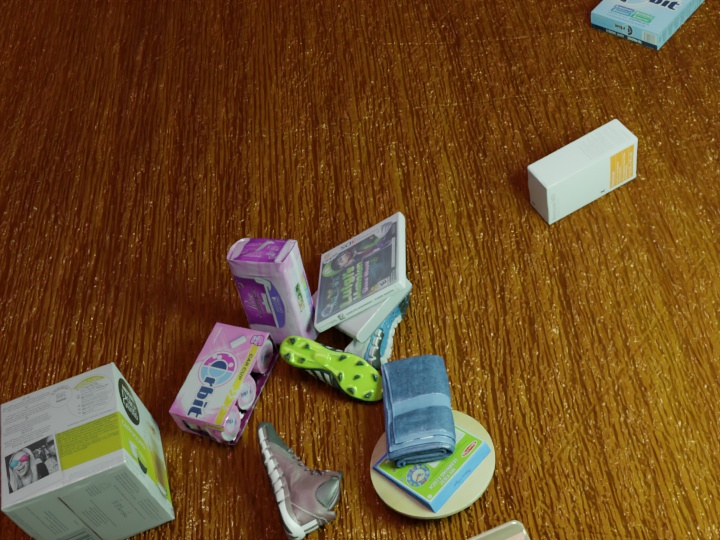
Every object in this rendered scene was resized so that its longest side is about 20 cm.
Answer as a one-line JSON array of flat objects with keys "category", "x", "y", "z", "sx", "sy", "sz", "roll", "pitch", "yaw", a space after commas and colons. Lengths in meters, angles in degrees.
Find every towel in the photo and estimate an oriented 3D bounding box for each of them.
[{"category": "towel", "x": 0.091, "y": 0.217, "z": 1.462, "sx": 0.109, "sy": 0.049, "sz": 0.202, "roll": -13, "pitch": 37, "yaw": 8}]

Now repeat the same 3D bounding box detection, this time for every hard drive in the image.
[{"category": "hard drive", "x": -0.007, "y": 0.046, "z": 1.613, "sx": 0.132, "sy": 0.027, "sz": 0.199, "roll": -48, "pitch": 30, "yaw": -11}]

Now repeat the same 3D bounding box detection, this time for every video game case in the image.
[{"category": "video game case", "x": 0.000, "y": 0.000, "z": 1.615, "sx": 0.180, "sy": 0.023, "sz": 0.202, "roll": -28, "pitch": 33, "yaw": 22}]

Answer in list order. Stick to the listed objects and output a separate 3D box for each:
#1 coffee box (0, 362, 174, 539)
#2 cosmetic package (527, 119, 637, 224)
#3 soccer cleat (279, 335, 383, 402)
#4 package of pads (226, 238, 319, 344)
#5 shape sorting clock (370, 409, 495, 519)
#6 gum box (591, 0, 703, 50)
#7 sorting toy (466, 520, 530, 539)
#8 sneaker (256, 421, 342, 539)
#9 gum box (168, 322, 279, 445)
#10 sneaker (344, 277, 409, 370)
[{"category": "coffee box", "x": -0.437, "y": 0.307, "z": 1.467, "sx": 0.196, "sy": 0.201, "sz": 0.200, "roll": -21, "pitch": 48, "yaw": -2}, {"category": "cosmetic package", "x": 0.411, "y": -0.183, "z": 1.696, "sx": 0.197, "sy": 0.102, "sz": 0.072, "roll": -28, "pitch": 50, "yaw": -7}, {"category": "soccer cleat", "x": -0.045, "y": 0.165, "z": 1.564, "sx": 0.197, "sy": 0.081, "sz": 0.069, "roll": 25, "pitch": 83, "yaw": 8}, {"category": "package of pads", "x": -0.150, "y": 0.041, "z": 1.601, "sx": 0.118, "sy": 0.203, "sz": 0.076, "roll": 3, "pitch": 39, "yaw": 22}, {"category": "shape sorting clock", "x": 0.112, "y": 0.298, "z": 1.426, "sx": 0.196, "sy": 0.040, "sz": 0.202, "roll": -12, "pitch": 38, "yaw": 9}, {"category": "gum box", "x": 0.628, "y": -0.578, "z": 1.996, "sx": 0.169, "sy": 0.045, "sz": 0.200, "roll": 31, "pitch": 64, "yaw": 34}, {"category": "sorting toy", "x": 0.181, "y": 0.474, "z": 1.272, "sx": 0.182, "sy": 0.037, "sz": 0.202, "roll": -22, "pitch": 54, "yaw": -2}, {"category": "sneaker", "x": -0.090, "y": 0.319, "z": 1.454, "sx": 0.113, "sy": 0.076, "sz": 0.202, "roll": -19, "pitch": 59, "yaw": -7}, {"category": "gum box", "x": -0.236, "y": 0.197, "z": 1.588, "sx": 0.111, "sy": 0.067, "sz": 0.202, "roll": 9, "pitch": 55, "yaw": 24}, {"category": "sneaker", "x": 0.025, "y": 0.078, "z": 1.613, "sx": 0.085, "sy": 0.076, "sz": 0.202, "roll": 5, "pitch": 51, "yaw": 28}]
